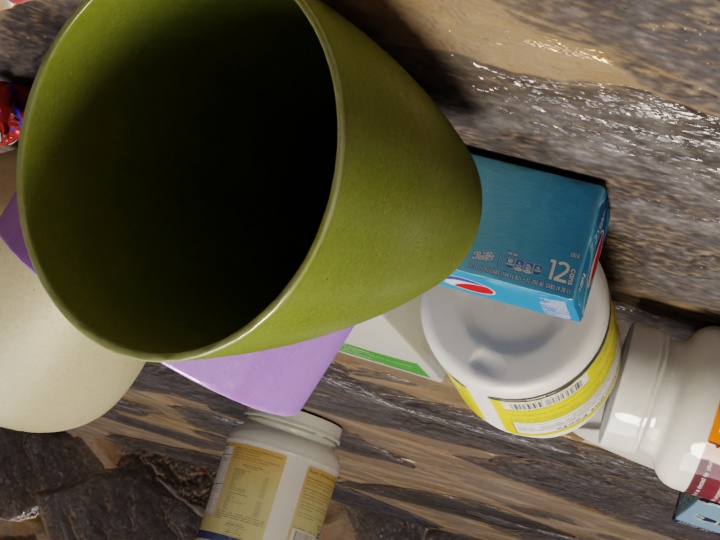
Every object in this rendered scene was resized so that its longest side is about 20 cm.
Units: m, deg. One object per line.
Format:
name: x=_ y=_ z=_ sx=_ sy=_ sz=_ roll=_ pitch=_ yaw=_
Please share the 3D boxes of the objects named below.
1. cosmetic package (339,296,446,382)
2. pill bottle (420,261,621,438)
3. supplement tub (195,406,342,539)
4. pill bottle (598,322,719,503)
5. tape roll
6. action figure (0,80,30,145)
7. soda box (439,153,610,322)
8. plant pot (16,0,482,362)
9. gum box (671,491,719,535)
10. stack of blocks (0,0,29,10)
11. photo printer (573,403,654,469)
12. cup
cosmetic package: x=0.000 y=0.000 z=1.323 sx=0.107 sy=0.085 sz=0.200 roll=16 pitch=170 yaw=19
pill bottle: x=0.106 y=0.042 z=1.288 sx=0.114 sy=0.115 sz=0.200 roll=15 pitch=168 yaw=13
supplement tub: x=-0.108 y=0.270 z=2.478 sx=0.144 sy=0.201 sz=0.144 roll=17 pitch=169 yaw=4
pill bottle: x=0.263 y=0.103 z=1.340 sx=0.199 sy=0.113 sz=0.113 roll=16 pitch=169 yaw=4
tape roll: x=-0.101 y=-0.001 z=1.140 sx=0.200 sy=0.066 sz=0.200 roll=32 pitch=-174 yaw=-3
action figure: x=-0.187 y=-0.096 z=1.248 sx=0.065 sy=0.052 sz=0.200 roll=17 pitch=172 yaw=-27
soda box: x=0.036 y=-0.033 z=1.149 sx=0.199 sy=0.068 sz=0.064 roll=15 pitch=170 yaw=12
plant pot: x=-0.031 y=-0.043 z=0.990 sx=0.186 sy=0.188 sz=0.200 roll=10 pitch=180 yaw=34
gum box: x=0.396 y=0.236 z=1.952 sx=0.169 sy=0.045 sz=0.200 roll=16 pitch=168 yaw=6
stack of blocks: x=-0.147 y=-0.168 z=0.574 sx=0.115 sy=0.059 sz=0.200 roll=-2 pitch=128 yaw=57
photo printer: x=0.269 y=0.117 z=1.507 sx=0.166 sy=0.070 sz=0.200 roll=23 pitch=168 yaw=-26
cup: x=-0.207 y=-0.008 z=1.403 sx=0.200 sy=0.201 sz=0.143 roll=22 pitch=143 yaw=-24
